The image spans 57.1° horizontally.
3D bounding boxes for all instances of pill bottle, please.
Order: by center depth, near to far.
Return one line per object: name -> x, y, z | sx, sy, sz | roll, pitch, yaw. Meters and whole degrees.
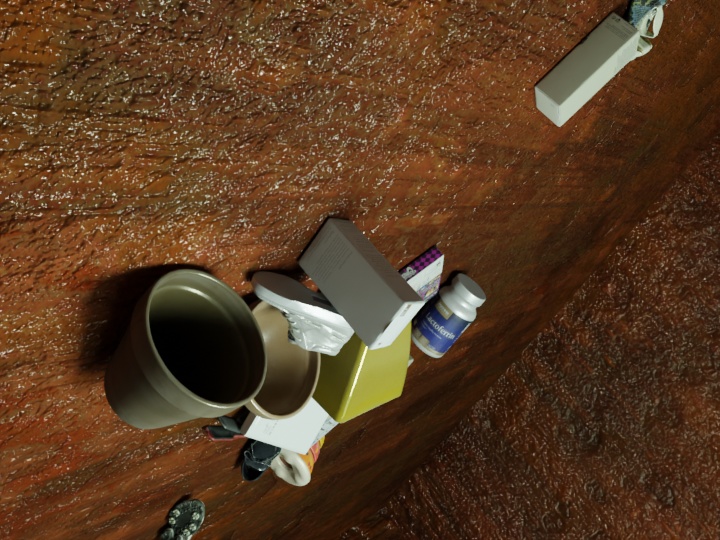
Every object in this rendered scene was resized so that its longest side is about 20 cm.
pill bottle -> 0.221, 0.113, 1.678 | 0.201, 0.116, 0.115 | -53, 154, 22

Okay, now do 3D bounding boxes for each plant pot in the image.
plant pot -> -0.255, 0.129, 0.905 | 0.173, 0.203, 0.199 | -35, 161, 28
plant pot -> -0.163, 0.146, 1.116 | 0.091, 0.206, 0.199 | -6, 178, 35
plant pot -> -0.015, 0.136, 1.275 | 0.198, 0.199, 0.179 | -12, 132, -48

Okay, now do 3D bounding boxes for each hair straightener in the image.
hair straightener -> -0.246, 0.329, 1.402 | 0.077, 0.041, 0.200 | -44, 151, 3

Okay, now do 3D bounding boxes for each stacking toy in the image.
stacking toy -> -0.139, 0.421, 1.668 | 0.200, 0.145, 0.147 | -47, 164, -39

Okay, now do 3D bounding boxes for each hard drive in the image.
hard drive -> -0.155, 0.317, 1.433 | 0.199, 0.027, 0.133 | 35, 85, -46

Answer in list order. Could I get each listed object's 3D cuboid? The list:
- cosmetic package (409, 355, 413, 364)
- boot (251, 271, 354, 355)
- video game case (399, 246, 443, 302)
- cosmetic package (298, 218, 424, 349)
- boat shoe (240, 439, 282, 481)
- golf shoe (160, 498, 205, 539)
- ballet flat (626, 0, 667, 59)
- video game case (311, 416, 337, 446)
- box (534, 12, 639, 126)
cosmetic package -> 0.038, 0.242, 1.664 | 0.106, 0.071, 0.199 | -50, 155, 20
boot -> -0.101, 0.079, 1.073 | 0.197, 0.074, 0.096 | 24, 113, -21
video game case -> 0.098, 0.055, 1.486 | 0.199, 0.036, 0.182 | -35, 155, -16
cosmetic package -> -0.001, 0.018, 1.065 | 0.102, 0.201, 0.074 | -51, 156, 22
boat shoe -> -0.234, 0.433, 1.553 | 0.201, 0.074, 0.063 | -59, 180, 41
golf shoe -> -0.413, 0.592, 1.577 | 0.201, 0.077, 0.088 | -55, 173, 32
ballet flat -> 0.533, -0.454, 1.270 | 0.074, 0.074, 0.201 | -37, 156, -11
video game case -> -0.102, 0.305, 1.518 | 0.199, 0.022, 0.183 | -39, 129, -6
box -> 0.418, -0.371, 1.229 | 0.200, 0.069, 0.082 | -42, 156, 1
